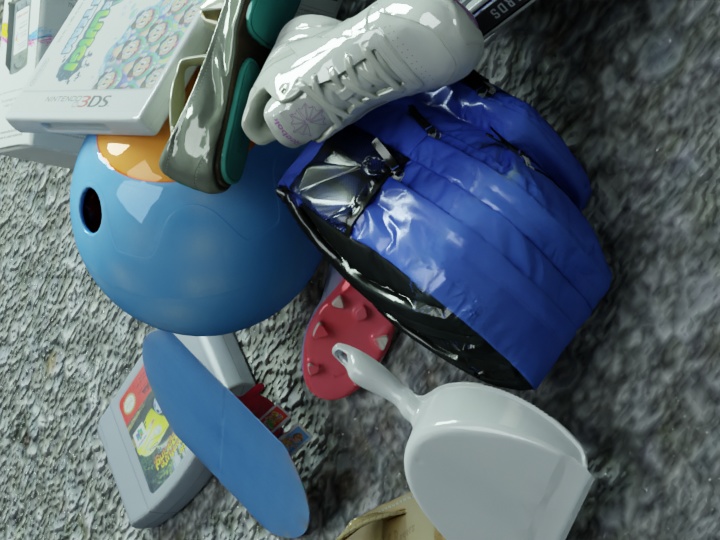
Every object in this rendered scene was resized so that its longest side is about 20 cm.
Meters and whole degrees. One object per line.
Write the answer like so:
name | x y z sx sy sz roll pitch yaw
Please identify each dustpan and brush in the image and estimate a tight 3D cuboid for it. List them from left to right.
dustpan and brush | 0.055 0.111 0.952 0.199 0.057 0.141 29 132 14

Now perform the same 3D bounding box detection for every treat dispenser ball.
treat dispenser ball | -0.119 -0.051 1.099 0.200 0.199 0.204 -11 75 48

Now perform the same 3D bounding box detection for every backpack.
backpack | 0.067 -0.033 0.944 0.168 0.162 0.200 -52 43 3

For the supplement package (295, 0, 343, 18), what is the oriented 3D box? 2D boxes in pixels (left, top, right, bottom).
supplement package | -0.076 -0.274 1.191 0.117 0.116 0.202 44 116 45

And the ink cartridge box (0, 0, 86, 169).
ink cartridge box | -0.263 -0.200 1.381 0.085 0.146 0.203 -5 79 48

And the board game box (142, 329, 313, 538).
board game box | -0.097 0.123 1.162 0.200 0.039 0.159 43 151 20

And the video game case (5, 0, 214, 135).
video game case | -0.163 -0.187 1.078 0.181 0.024 0.201 6 61 46

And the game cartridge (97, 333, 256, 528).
game cartridge | -0.167 0.132 1.296 0.201 0.041 0.134 -54 51 30

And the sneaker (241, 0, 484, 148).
sneaker | -0.001 -0.116 0.897 0.199 0.075 0.100 -7 44 54

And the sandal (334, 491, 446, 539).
sandal | 0.008 0.200 1.045 0.211 0.069 0.078 -40 55 39

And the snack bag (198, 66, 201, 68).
snack bag | -0.135 -0.243 1.150 0.199 0.021 0.191 -23 68 42

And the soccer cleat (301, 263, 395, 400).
soccer cleat | 0.000 0.000 1.108 0.077 0.066 0.202 -102 25 -73

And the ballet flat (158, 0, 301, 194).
ballet flat | -0.089 -0.152 0.981 0.063 0.067 0.202 14 80 20

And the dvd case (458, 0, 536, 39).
dvd case | 0.119 -0.222 0.940 0.199 0.025 0.151 -33 25 32
